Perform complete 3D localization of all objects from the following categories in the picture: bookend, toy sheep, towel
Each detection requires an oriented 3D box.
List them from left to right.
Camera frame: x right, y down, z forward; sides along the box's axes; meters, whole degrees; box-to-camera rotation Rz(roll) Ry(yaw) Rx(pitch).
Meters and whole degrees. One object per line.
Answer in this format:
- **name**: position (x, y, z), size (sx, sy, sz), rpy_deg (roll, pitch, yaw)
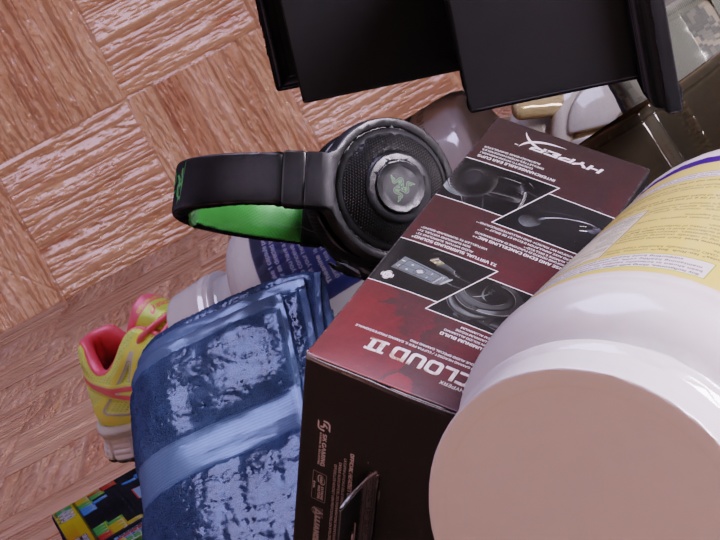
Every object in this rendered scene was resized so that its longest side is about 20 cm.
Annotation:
- **towel**: position (-0.051, 0.096, 1.094), size (0.111, 0.049, 0.200), rpy_deg (-23, 48, 13)
- **bookend**: position (0.045, -0.128, 1.198), size (0.198, 0.092, 0.200), rpy_deg (-12, 19, 2)
- **toy sheep**: position (0.163, -0.090, 1.678), size (0.138, 0.138, 0.200), rpy_deg (-29, 4, -10)

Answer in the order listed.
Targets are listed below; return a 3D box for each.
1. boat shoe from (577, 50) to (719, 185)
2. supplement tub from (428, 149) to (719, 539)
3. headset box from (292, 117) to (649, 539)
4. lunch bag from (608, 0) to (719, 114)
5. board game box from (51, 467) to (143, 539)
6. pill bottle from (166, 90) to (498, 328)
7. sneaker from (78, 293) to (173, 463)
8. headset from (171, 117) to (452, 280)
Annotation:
- **boat shoe**: position (0.179, -0.073, 1.197), size (0.200, 0.072, 0.068), rpy_deg (-22, -1, -3)
- **supplement tub**: position (0.122, 0.051, 0.864), size (0.145, 0.146, 0.200), rpy_deg (-22, 9, 36)
- **headset box**: position (0.040, 0.056, 0.982), size (0.077, 0.149, 0.200), rpy_deg (21, 43, 19)
- **lunch bag**: position (0.251, -0.102, 1.325), size (0.200, 0.164, 0.118), rpy_deg (-28, 3, 5)
- **board game box**: position (-0.084, 0.134, 1.357), size (0.165, 0.057, 0.200), rpy_deg (-30, 8, -10)
- **pill bottle**: position (0.000, 0.000, 1.271), size (0.200, 0.111, 0.111), rpy_deg (-31, 6, 18)
- **sneaker**: position (-0.101, 0.053, 1.406), size (0.200, 0.090, 0.078), rpy_deg (-18, 10, 42)
- **headset**: position (0.012, -0.017, 1.115), size (0.199, 0.094, 0.124), rpy_deg (2, -8, 4)
